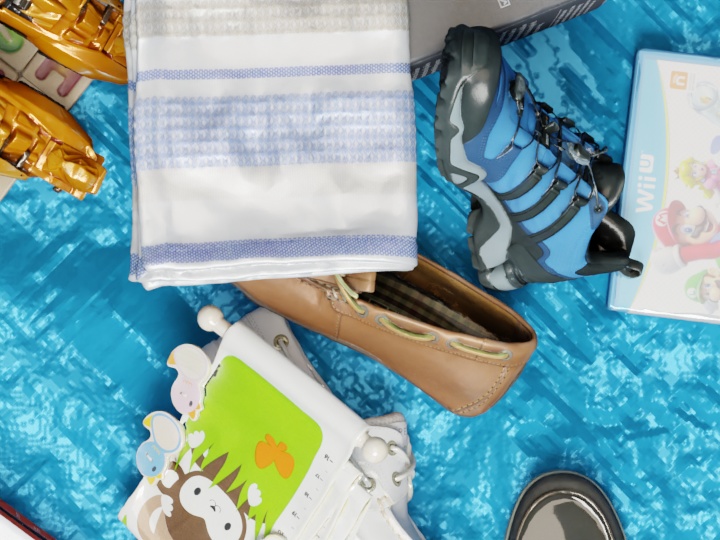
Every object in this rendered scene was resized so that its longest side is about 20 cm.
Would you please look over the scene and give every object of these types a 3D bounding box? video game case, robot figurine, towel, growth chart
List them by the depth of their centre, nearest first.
[{"bbox_3d":[-0.046,-0.092,1.302,0.146,0.024,0.201,-2,88,0],"label":"towel"},{"bbox_3d":[-0.203,-0.125,1.353,0.200,0.058,0.145,29,91,-30],"label":"robot figurine"},{"bbox_3d":[-0.064,0.130,1.360,0.145,0.018,0.200,29,113,22],"label":"growth chart"},{"bbox_3d":[0.239,-0.038,1.407,0.199,0.018,0.144,7,89,1],"label":"video game case"}]

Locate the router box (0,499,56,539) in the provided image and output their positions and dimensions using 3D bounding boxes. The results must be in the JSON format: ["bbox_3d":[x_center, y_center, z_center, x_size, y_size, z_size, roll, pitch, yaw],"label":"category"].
[{"bbox_3d":[-0.260,0.193,1.367,0.179,0.049,0.200,39,89,-13],"label":"router box"}]

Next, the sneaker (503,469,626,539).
[{"bbox_3d":[0.113,0.206,1.356,0.075,0.106,0.201,-2,88,0],"label":"sneaker"}]

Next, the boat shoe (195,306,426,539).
[{"bbox_3d":[-0.002,0.101,1.378,0.069,0.071,0.200,-41,87,-1],"label":"boat shoe"}]

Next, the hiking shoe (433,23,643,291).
[{"bbox_3d":[0.090,-0.061,1.325,0.086,0.200,0.075,-1,60,14],"label":"hiking shoe"}]

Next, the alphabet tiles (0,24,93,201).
[{"bbox_3d":[-0.248,-0.133,1.419,0.200,0.008,0.167,37,88,2],"label":"alphabet tiles"}]

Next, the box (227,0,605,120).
[{"bbox_3d":[0.016,-0.177,1.369,0.200,0.107,0.149,-21,89,-1],"label":"box"}]

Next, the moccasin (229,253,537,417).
[{"bbox_3d":[-0.001,0.001,1.369,0.201,0.074,0.078,35,132,2],"label":"moccasin"}]
